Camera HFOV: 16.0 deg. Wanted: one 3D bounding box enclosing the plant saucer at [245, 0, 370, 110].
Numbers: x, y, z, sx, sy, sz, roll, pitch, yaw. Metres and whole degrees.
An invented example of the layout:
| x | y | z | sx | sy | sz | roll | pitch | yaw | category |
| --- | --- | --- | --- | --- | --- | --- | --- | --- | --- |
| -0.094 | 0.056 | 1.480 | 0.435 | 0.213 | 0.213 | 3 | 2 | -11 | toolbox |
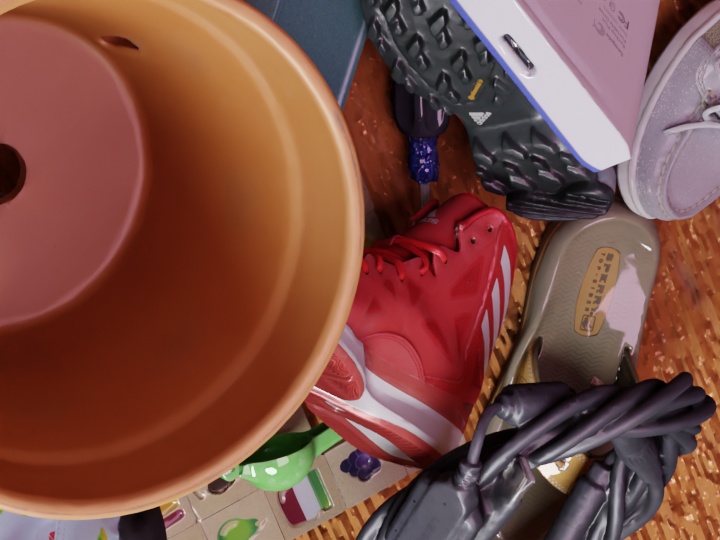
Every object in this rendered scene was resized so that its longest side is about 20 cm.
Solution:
| x | y | z | sx | sy | sz | roll | pitch | yaw | category |
| --- | --- | --- | --- | --- | --- | --- | --- | --- | --- |
| -0.015 | -0.128 | 1.081 | 0.070 | 0.019 | 0.200 | 25 | 80 | -47 | plant saucer |

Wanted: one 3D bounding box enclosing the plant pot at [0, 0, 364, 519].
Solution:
| x | y | z | sx | sy | sz | roll | pitch | yaw | category |
| --- | --- | --- | --- | --- | --- | --- | --- | --- | --- |
| -0.116 | -0.023 | 0.953 | 0.200 | 0.140 | 0.200 | -7 | 107 | -24 | plant pot |

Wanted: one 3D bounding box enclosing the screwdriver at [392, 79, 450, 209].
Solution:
| x | y | z | sx | sy | sz | roll | pitch | yaw | category |
| --- | --- | --- | --- | --- | --- | --- | --- | --- | --- |
| 0.032 | -0.024 | 1.169 | 0.028 | 0.029 | 0.200 | -10 | 107 | -20 | screwdriver |

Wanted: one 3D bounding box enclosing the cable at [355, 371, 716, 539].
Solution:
| x | y | z | sx | sy | sz | roll | pitch | yaw | category |
| --- | --- | --- | --- | --- | --- | --- | --- | --- | --- |
| 0.075 | 0.108 | 1.157 | 0.163 | 0.051 | 0.200 | -17 | 149 | -33 | cable |

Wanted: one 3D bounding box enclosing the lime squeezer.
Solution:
| x | y | z | sx | sy | sz | roll | pitch | yaw | category |
| --- | --- | --- | --- | --- | --- | --- | --- | --- | --- |
| -0.055 | 0.062 | 1.150 | 0.200 | 0.038 | 0.071 | 13 | 108 | -23 | lime squeezer |

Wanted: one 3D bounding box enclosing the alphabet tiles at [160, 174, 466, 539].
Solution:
| x | y | z | sx | sy | sz | roll | pitch | yaw | category |
| --- | --- | --- | --- | --- | --- | --- | --- | --- | --- |
| -0.055 | 0.037 | 1.169 | 0.167 | 0.008 | 0.200 | -28 | 116 | -12 | alphabet tiles |

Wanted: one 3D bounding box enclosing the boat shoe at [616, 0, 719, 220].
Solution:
| x | y | z | sx | sy | sz | roll | pitch | yaw | category |
| --- | --- | --- | --- | --- | --- | --- | --- | --- | --- |
| 0.201 | -0.098 | 1.191 | 0.202 | 0.065 | 0.074 | -43 | 135 | -9 | boat shoe |

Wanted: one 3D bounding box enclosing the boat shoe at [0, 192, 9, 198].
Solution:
| x | y | z | sx | sy | sz | roll | pitch | yaw | category |
| --- | --- | --- | --- | --- | --- | --- | --- | --- | --- |
| -0.193 | -0.012 | 1.041 | 0.200 | 0.072 | 0.065 | 9 | 141 | -25 | boat shoe |

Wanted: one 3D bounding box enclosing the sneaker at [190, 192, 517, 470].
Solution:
| x | y | z | sx | sy | sz | roll | pitch | yaw | category |
| --- | --- | --- | --- | --- | --- | --- | --- | --- | --- |
| 0.000 | 0.000 | 1.104 | 0.200 | 0.078 | 0.116 | 49 | 60 | -54 | sneaker |

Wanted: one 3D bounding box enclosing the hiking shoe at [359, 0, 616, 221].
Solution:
| x | y | z | sx | sy | sz | roll | pitch | yaw | category |
| --- | --- | --- | --- | --- | --- | --- | --- | --- | --- |
| 0.058 | -0.109 | 1.118 | 0.200 | 0.074 | 0.087 | 58 | 38 | -44 | hiking shoe |

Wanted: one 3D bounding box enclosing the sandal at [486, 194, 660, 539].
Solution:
| x | y | z | sx | sy | sz | roll | pitch | yaw | category |
| --- | --- | --- | --- | --- | --- | --- | --- | --- | --- |
| 0.106 | 0.064 | 1.220 | 0.080 | 0.054 | 0.200 | 5 | 105 | -25 | sandal |

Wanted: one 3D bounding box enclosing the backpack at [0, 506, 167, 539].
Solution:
| x | y | z | sx | sy | sz | roll | pitch | yaw | category |
| --- | --- | --- | --- | --- | --- | --- | --- | --- | --- |
| -0.188 | 0.100 | 1.059 | 0.200 | 0.163 | 0.154 | -2 | 100 | -16 | backpack |

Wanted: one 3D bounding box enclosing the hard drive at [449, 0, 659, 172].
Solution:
| x | y | z | sx | sy | sz | roll | pitch | yaw | category |
| --- | --- | --- | --- | --- | --- | --- | --- | --- | --- |
| 0.083 | -0.154 | 1.072 | 0.025 | 0.200 | 0.132 | -22 | 125 | 32 | hard drive |
